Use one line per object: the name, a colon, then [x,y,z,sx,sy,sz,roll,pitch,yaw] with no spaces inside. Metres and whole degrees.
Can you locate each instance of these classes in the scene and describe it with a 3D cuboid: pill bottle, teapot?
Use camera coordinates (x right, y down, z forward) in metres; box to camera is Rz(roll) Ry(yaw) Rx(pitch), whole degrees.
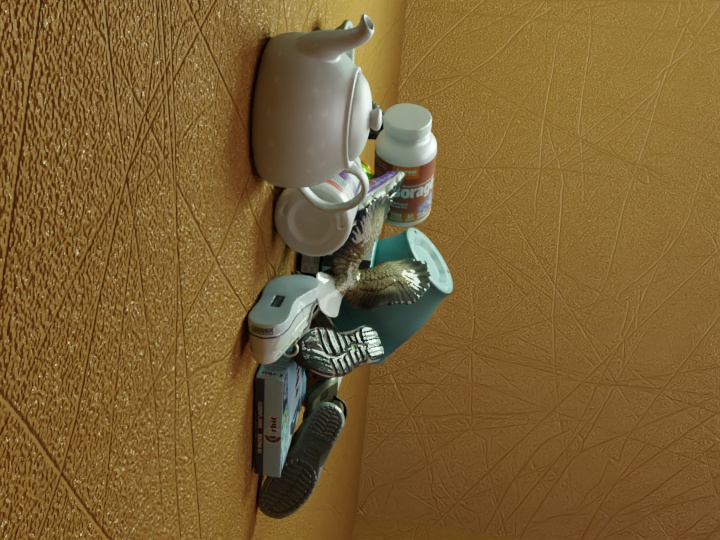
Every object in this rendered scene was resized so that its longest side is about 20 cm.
pill bottle: [-0.052,-0.114,1.326,0.201,0.109,0.113,-73,169,-60]
pill bottle: [0.079,-0.189,1.632,0.113,0.110,0.202,-77,171,-48]
teapot: [-0.046,-0.186,1.114,0.200,0.143,0.201,61,37,-83]

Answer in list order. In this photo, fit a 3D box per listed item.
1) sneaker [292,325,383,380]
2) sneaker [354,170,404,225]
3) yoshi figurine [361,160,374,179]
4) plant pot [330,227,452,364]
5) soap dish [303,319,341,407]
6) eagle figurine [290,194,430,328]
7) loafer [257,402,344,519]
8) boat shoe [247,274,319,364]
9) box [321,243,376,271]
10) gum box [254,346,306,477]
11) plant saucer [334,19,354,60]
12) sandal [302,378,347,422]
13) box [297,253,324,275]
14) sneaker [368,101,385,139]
sneaker: [-0.058,0.139,1.374,0.199,0.115,0.077,3,63,-54]
sneaker: [0.004,-0.130,1.489,0.199,0.083,0.081,-33,159,-54]
yoshi figurine: [-0.014,-0.159,1.748,0.200,0.110,0.115,-32,135,-80]
plant pot: [0.055,0.031,1.614,0.200,0.187,0.202,44,25,-27]
soap dish: [-0.070,0.140,1.660,0.201,0.080,0.160,-74,170,-62]
eagle figurine: [-0.002,-0.005,1.399,0.152,0.198,0.152,64,2,32]
loafer: [-0.090,0.298,1.435,0.201,0.075,0.070,-55,-175,-4]
boat shoe: [-0.102,0.074,1.237,0.202,0.073,0.088,-64,161,-68]
box: [-0.009,-0.066,1.555,0.050,0.081,0.203,91,9,-54]
gum box: [-0.117,0.178,1.380,0.201,0.044,0.173,-73,169,-61]
plant saucer: [-0.048,-0.297,1.458,0.200,0.049,0.204,7,90,-85]
sandal: [-0.055,0.236,1.526,0.080,0.057,0.202,-43,161,-17]
box: [-0.067,-0.102,1.556,0.160,0.043,0.204,-61,158,-75]
sneaker: [0.003,-0.304,1.705,0.076,0.104,0.202,92,7,-47]
